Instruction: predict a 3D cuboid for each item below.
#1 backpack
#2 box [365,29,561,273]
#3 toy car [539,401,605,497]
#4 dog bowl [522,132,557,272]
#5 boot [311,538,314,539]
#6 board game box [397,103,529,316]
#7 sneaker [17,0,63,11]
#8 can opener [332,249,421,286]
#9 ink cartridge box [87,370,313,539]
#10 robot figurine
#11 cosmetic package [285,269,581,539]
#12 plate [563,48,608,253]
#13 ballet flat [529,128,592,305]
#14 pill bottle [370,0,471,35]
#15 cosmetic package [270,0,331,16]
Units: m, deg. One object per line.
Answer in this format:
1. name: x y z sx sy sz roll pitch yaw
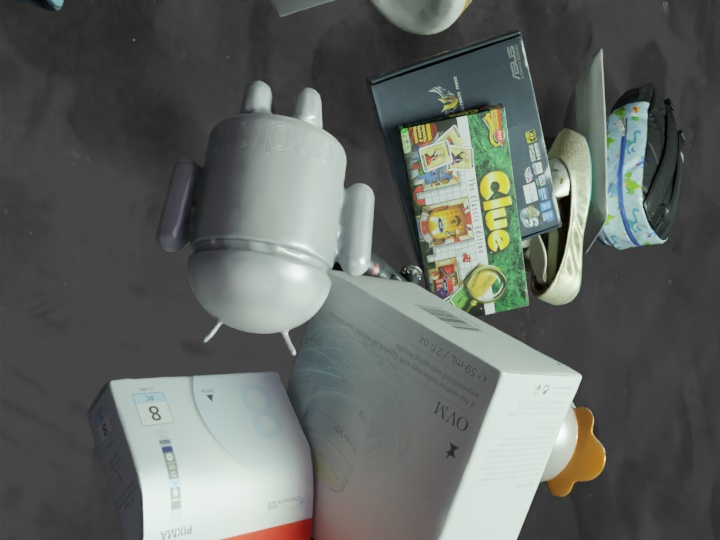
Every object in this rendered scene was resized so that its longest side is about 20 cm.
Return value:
1. backpack: 0.383 -0.125 1.125 0.163 0.151 0.204 47 37 -43
2. box: 0.105 -0.117 0.809 0.154 0.051 0.204 -17 108 -1
3. toy car: 0.140 0.164 0.786 0.183 0.198 0.181 18 93 -48
4. dog bowl: 0.174 -0.099 0.942 0.198 0.058 0.206 -2 93 -47
5. boot: -0.005 0.286 0.651 0.163 0.200 0.066 17 112 -39
6. board game box: 0.103 -0.051 0.791 0.102 0.024 0.204 -13 109 -2
7. sneaker: -0.216 -0.218 0.516 0.201 0.078 0.097 -49 134 -25
8. can opener: 0.000 0.000 0.750 0.200 0.062 0.080 44 60 -39
9. ink cartridge box: -0.093 0.169 0.582 0.158 0.047 0.202 6 46 -48
10. robot figurine: -0.072 -0.040 0.625 0.113 0.165 0.205 82 14 -76
11. cosmetic package: 0.038 0.133 0.656 0.121 0.198 0.204 8 104 -46
12. plate: 0.277 -0.139 1.005 0.200 0.031 0.205 53 37 -77
13. ballet flat: 0.223 -0.063 0.910 0.061 0.067 0.205 3 88 -31
14. pill bottle: 0.091 -0.338 0.807 0.201 0.115 0.117 -55 127 -31
15. cosmetic package: -0.054 -0.311 0.624 0.052 0.149 0.202 -53 125 -32
